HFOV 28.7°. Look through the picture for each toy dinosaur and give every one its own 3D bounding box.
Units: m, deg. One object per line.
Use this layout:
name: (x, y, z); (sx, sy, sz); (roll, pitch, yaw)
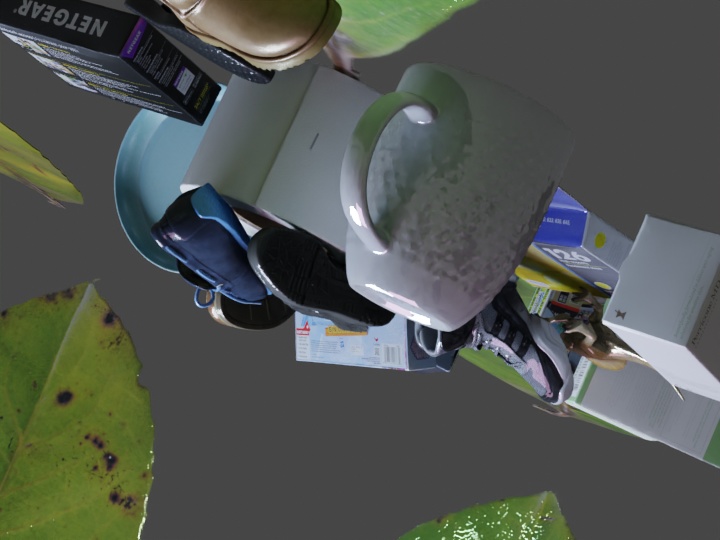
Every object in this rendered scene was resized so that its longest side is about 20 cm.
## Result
toy dinosaur: (0.239, 0.071, 1.409); (0.200, 0.058, 0.101); (6, 143, 51)

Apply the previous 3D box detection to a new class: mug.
mug: (0.053, -0.059, 1.076); (0.148, 0.175, 0.200); (18, 170, 39)

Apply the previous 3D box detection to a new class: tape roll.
tape roll: (-0.045, -0.094, 1.283); (0.203, 0.139, 0.203); (24, 172, 4)

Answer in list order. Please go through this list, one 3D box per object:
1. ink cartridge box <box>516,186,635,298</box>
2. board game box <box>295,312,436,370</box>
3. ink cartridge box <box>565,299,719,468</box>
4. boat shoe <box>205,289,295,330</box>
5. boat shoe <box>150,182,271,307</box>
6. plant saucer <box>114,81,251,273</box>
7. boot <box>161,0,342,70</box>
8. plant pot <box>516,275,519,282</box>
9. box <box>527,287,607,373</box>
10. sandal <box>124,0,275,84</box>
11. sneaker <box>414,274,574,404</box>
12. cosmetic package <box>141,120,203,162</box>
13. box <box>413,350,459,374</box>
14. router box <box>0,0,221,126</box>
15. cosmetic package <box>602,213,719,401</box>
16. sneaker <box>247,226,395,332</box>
ink cartridge box: (0.181, -0.029, 1.377); (0.200, 0.047, 0.198); (28, 171, -36)
board game box: (0.000, 0.000, 1.482); (0.041, 0.200, 0.200); (-3, -177, -37)
ink cartridge box: (0.336, 0.115, 1.491); (0.200, 0.146, 0.048); (25, 175, -5)
boat shoe: (-0.094, 0.011, 1.404); (0.068, 0.072, 0.200); (6, -164, 34)
boat shoe: (-0.132, -0.020, 1.217); (0.084, 0.069, 0.200); (61, 180, 28)
plant saucer: (-0.168, -0.096, 1.457); (0.200, 0.200, 0.027); (20, -174, 29)
boot: (-0.132, -0.220, 0.982); (0.175, 0.066, 0.200); (13, 164, 44)
plant pot: (0.075, -0.002, 1.552); (0.200, 0.134, 0.200); (24, 173, 3)
box: (0.276, 0.080, 1.580); (0.200, 0.110, 0.035); (27, 172, -22)
sandal: (-0.133, -0.208, 1.168); (0.075, 0.048, 0.200); (30, -177, -45)
sneaker: (0.121, 0.067, 1.384); (0.200, 0.114, 0.075); (58, 161, -10)
cosmetic package: (-0.141, -0.126, 1.579); (0.113, 0.081, 0.200); (22, 173, 30)
box: (0.081, 0.047, 1.821); (0.104, 0.148, 0.200); (26, 171, -5)
router box: (-0.259, -0.219, 1.419); (0.200, 0.051, 0.149); (19, 169, 32)
cosmetic package: (0.299, 0.040, 1.250); (0.085, 0.108, 0.200); (19, 172, 34)
sneaker: (-0.045, 0.012, 1.252); (0.200, 0.060, 0.104); (26, 168, -39)
